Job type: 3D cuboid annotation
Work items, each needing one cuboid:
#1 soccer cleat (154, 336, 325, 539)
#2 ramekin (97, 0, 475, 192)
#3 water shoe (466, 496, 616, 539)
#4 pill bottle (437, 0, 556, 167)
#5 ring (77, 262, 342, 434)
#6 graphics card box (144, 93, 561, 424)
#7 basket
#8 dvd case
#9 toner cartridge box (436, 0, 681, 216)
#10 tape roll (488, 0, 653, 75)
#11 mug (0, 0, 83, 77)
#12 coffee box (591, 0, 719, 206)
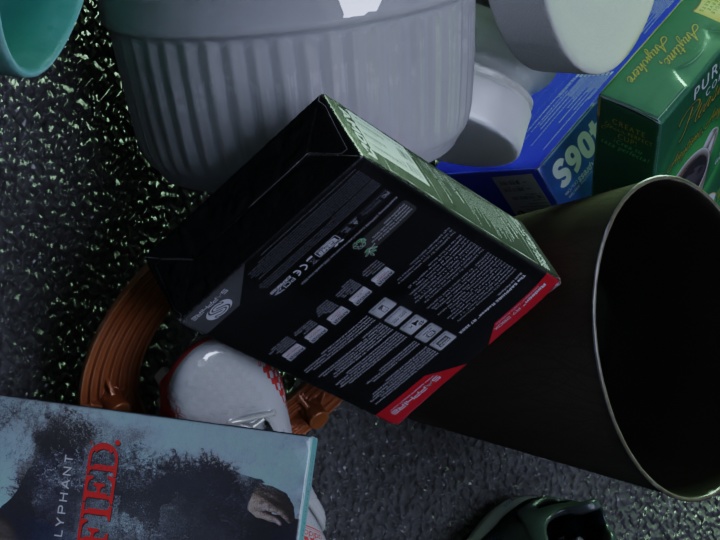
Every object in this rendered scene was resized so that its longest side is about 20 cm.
[{"bbox_3d":[-0.054,0.109,1.247,0.068,0.085,0.200,-29,142,-16],"label":"soccer cleat"},{"bbox_3d":[-0.034,-0.110,1.251,0.200,0.200,0.105,-19,110,-40],"label":"ramekin"},{"bbox_3d":[0.084,0.193,1.393,0.072,0.079,0.200,61,39,-20],"label":"water shoe"},{"bbox_3d":[0.071,-0.170,1.392,0.113,0.113,0.201,27,71,-37],"label":"pill bottle"},{"bbox_3d":[-0.057,0.040,1.262,0.200,0.019,0.201,-24,140,-22],"label":"ring"},{"bbox_3d":[0.000,0.000,1.204,0.200,0.125,0.051,27,26,-53],"label":"graphics card box"},{"bbox_3d":[0.109,0.036,1.363,0.136,0.200,0.181,-25,107,-38],"label":"basket"},{"bbox_3d":[-0.129,0.140,1.180,0.022,0.199,0.147,40,58,-80],"label":"dvd case"},{"bbox_3d":[0.137,-0.106,1.462,0.200,0.095,0.043,-48,120,-30],"label":"toner cartridge box"},{"bbox_3d":[0.120,-0.208,1.312,0.203,0.037,0.204,-23,116,-59],"label":"tape roll"},{"bbox_3d":[-0.200,-0.183,1.122,0.185,0.114,0.152,83,20,-59],"label":"mug"},{"bbox_3d":[0.183,-0.062,1.421,0.123,0.044,0.200,-48,153,-31],"label":"coffee box"}]
